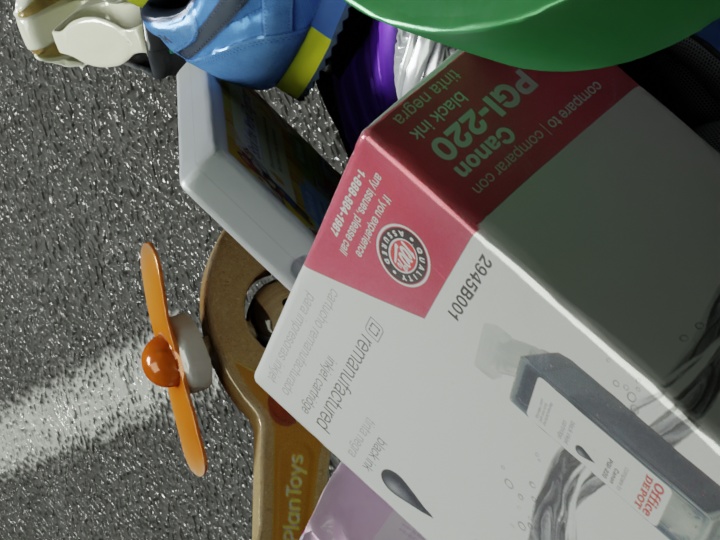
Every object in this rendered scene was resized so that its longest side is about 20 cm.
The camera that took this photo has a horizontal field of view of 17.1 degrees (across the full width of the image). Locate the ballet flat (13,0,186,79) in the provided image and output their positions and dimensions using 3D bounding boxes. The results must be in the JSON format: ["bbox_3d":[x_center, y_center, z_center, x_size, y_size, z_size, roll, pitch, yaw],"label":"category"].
[{"bbox_3d":[-0.126,-0.127,1.152,0.200,0.073,0.073,22,135,54],"label":"ballet flat"}]

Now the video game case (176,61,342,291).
[{"bbox_3d":[0.000,0.000,0.920,0.182,0.023,0.200,44,-172,-14],"label":"video game case"}]

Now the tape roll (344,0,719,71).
[{"bbox_3d":[0.055,-0.155,0.634,0.200,0.048,0.201,-15,69,43],"label":"tape roll"}]

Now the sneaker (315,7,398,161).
[{"bbox_3d":[0.018,-0.088,0.925,0.100,0.070,0.200,45,150,34],"label":"sneaker"}]

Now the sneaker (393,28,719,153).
[{"bbox_3d":[0.085,-0.008,0.786,0.114,0.075,0.200,12,129,54],"label":"sneaker"}]

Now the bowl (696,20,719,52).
[{"bbox_3d":[0.124,0.000,0.855,0.201,0.039,0.201,42,149,33],"label":"bowl"}]

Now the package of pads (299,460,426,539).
[{"bbox_3d":[0.067,0.136,0.829,0.200,0.076,0.121,34,153,9],"label":"package of pads"}]

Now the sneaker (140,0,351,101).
[{"bbox_3d":[-0.023,-0.147,0.867,0.078,0.066,0.200,21,130,-10],"label":"sneaker"}]

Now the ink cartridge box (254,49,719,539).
[{"bbox_3d":[0.078,0.041,0.707,0.200,0.085,0.146,41,146,11],"label":"ink cartridge box"}]

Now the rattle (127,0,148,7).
[{"bbox_3d":[-0.056,-0.209,0.982,0.130,0.143,0.200,-6,98,29],"label":"rattle"}]

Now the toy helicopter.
[{"bbox_3d":[-0.038,0.063,1.036,0.079,0.132,0.200,135,141,-64],"label":"toy helicopter"}]
